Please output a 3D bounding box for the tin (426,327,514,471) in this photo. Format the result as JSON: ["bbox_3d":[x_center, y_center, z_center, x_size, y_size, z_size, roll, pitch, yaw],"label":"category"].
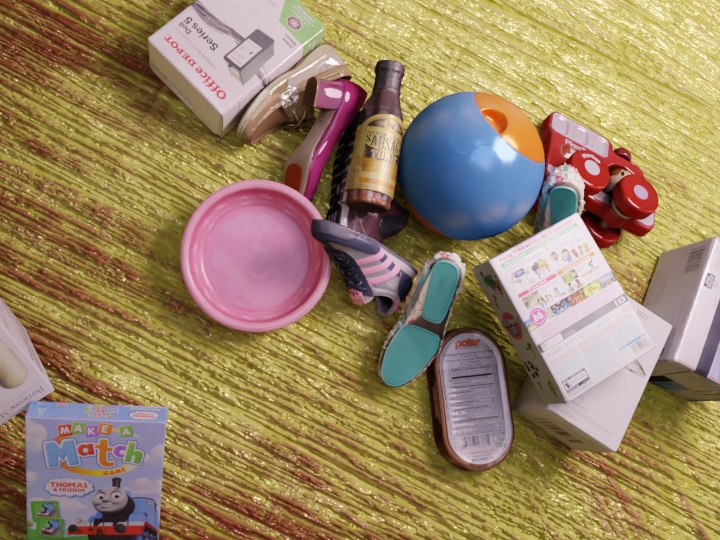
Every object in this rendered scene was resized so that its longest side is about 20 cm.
[{"bbox_3d":[0.156,0.179,1.050,0.112,0.042,0.201,-3,80,-18],"label":"tin"}]

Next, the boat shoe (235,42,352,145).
[{"bbox_3d":[-0.090,-0.239,1.054,0.066,0.074,0.200,43,73,3],"label":"boat shoe"}]

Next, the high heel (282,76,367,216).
[{"bbox_3d":[-0.045,-0.164,1.042,0.096,0.067,0.201,2,112,-38],"label":"high heel"}]

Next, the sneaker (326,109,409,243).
[{"bbox_3d":[0.021,-0.119,1.066,0.115,0.076,0.201,14,81,-21],"label":"sneaker"}]

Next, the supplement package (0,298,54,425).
[{"bbox_3d":[-0.469,0.072,0.817,0.152,0.151,0.200,-35,131,-17],"label":"supplement package"}]

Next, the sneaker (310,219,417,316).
[{"bbox_3d":[0.000,0.000,0.991,0.200,0.070,0.082,31,80,-42],"label":"sneaker"}]

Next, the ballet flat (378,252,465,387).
[{"bbox_3d":[0.087,0.066,1.019,0.075,0.064,0.201,27,102,0],"label":"ballet flat"}]

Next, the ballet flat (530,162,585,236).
[{"bbox_3d":[0.280,-0.066,1.062,0.075,0.200,0.064,13,47,8],"label":"ballet flat"}]

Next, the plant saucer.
[{"bbox_3d":[-0.138,-0.018,1.002,0.200,0.051,0.201,1,86,-9],"label":"plant saucer"}]

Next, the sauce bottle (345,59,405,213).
[{"bbox_3d":[0.024,-0.179,0.996,0.066,0.066,0.201,9,83,-11],"label":"sauce bottle"}]

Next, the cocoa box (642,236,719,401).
[{"bbox_3d":[0.501,0.076,1.098,0.131,0.133,0.201,27,75,-8],"label":"cocoa box"}]

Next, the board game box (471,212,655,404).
[{"bbox_3d":[0.260,0.049,0.966,0.147,0.064,0.201,-27,86,-16],"label":"board game box"}]

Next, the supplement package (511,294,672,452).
[{"bbox_3d":[0.323,0.138,1.053,0.117,0.117,0.200,32,74,-5],"label":"supplement package"}]

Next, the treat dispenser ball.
[{"bbox_3d":[0.149,-0.142,1.024,0.200,0.201,0.202,2,79,-13],"label":"treat dispenser ball"}]

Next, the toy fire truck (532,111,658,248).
[{"bbox_3d":[0.357,-0.141,1.130,0.199,0.112,0.168,24,56,-9],"label":"toy fire truck"}]

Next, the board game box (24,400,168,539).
[{"bbox_3d":[-0.308,0.248,0.874,0.151,0.037,0.201,5,112,-12],"label":"board game box"}]

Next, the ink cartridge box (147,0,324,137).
[{"bbox_3d":[-0.172,-0.310,1.042,0.146,0.084,0.200,45,73,-1],"label":"ink cartridge box"}]
